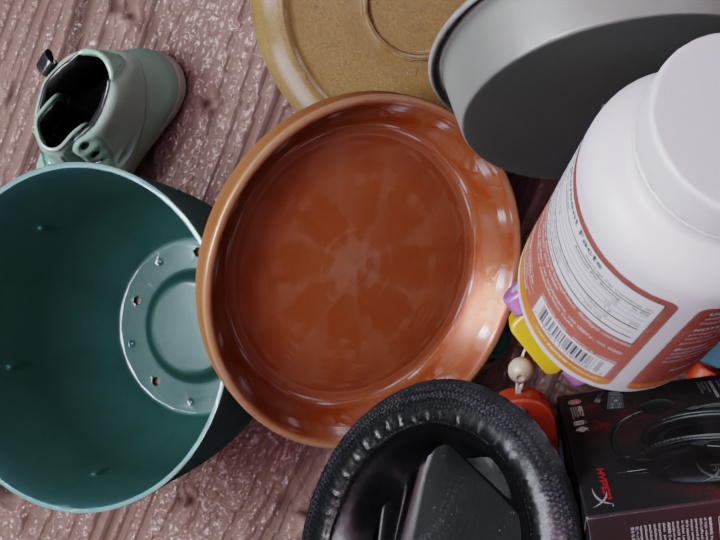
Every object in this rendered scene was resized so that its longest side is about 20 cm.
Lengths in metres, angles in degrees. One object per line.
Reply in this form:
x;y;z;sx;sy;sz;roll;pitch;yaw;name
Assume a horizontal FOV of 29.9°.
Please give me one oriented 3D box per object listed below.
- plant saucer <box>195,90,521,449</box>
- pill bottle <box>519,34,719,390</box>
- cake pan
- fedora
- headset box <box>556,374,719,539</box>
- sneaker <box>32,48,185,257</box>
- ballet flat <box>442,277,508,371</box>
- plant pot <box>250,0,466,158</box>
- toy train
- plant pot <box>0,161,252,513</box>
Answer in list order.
0.000;0.000;0.753;0.032;0.198;0.203;29;102;58;plant saucer
0.148;-0.023;0.641;0.110;0.200;0.114;2;68;-6;pill bottle
0.134;-0.098;0.677;0.198;0.200;0.037;-13;68;19;cake pan
0.057;0.161;0.735;0.199;0.091;0.204;-7;80;39;fedora
0.211;0.114;0.706;0.197;0.149;0.078;-9;107;6;headset box
-0.202;-0.063;0.896;0.073;0.118;0.202;33;102;15;sneaker
0.046;-0.035;0.839;0.069;0.069;0.203;-6;89;20;ballet flat
0.033;-0.152;0.755;0.197;0.028;0.203;2;110;4;plant pot
0.152;0.062;0.799;0.197;0.056;0.152;-12;106;6;toy train
-0.140;0.038;0.851;0.198;0.161;0.204;0;91;19;plant pot
